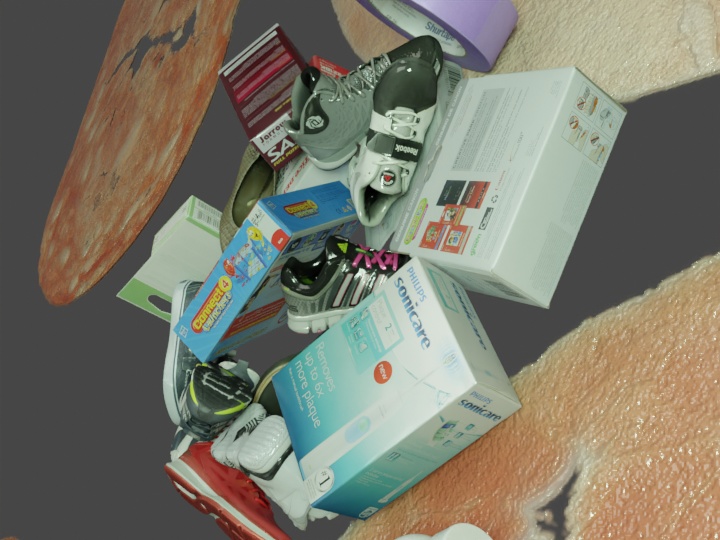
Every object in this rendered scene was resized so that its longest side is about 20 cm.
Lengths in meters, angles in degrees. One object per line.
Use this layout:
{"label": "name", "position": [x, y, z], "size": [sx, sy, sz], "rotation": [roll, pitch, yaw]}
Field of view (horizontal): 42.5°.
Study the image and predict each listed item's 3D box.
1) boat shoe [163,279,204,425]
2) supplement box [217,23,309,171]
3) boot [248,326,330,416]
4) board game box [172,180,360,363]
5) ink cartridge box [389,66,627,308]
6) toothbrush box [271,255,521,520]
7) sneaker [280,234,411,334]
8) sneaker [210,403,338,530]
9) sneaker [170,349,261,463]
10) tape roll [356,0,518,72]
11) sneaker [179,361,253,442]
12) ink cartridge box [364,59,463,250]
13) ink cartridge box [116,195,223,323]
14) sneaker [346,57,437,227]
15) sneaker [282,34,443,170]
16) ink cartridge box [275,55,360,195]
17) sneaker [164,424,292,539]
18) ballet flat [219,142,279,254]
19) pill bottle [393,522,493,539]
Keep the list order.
{"label": "boat shoe", "position": [-0.217, 0.115, 1.287], "size": [0.089, 0.071, 0.205], "rotation": [1, 87, 18]}
{"label": "supplement box", "position": [-0.105, -0.223, 1.169], "size": [0.108, 0.061, 0.201], "rotation": [-37, 39, 7]}
{"label": "boot", "position": [-0.048, 0.158, 1.001], "size": [0.200, 0.077, 0.140], "rotation": [-44, 40, 30]}
{"label": "board game box", "position": [-0.100, -0.003, 1.083], "size": [0.197, 0.056, 0.199], "rotation": [-53, -13, 24]}
{"label": "ink cartridge box", "position": [0.136, -0.084, 0.894], "size": [0.175, 0.083, 0.203], "rotation": [14, 78, 58]}
{"label": "toothbrush box", "position": [0.028, 0.112, 0.858], "size": [0.199, 0.085, 0.148], "rotation": [-39, 50, 20]}
{"label": "sneaker", "position": [0.000, 0.000, 0.975], "size": [0.197, 0.088, 0.074], "rotation": [-17, 26, 15]}
{"label": "sneaker", "position": [-0.087, 0.208, 0.974], "size": [0.075, 0.115, 0.199], "rotation": [-45, 12, -18]}
{"label": "sneaker", "position": [-0.175, 0.179, 1.162], "size": [0.130, 0.078, 0.200], "rotation": [-56, 20, 27]}
{"label": "tape roll", "position": [0.076, -0.303, 1.037], "size": [0.066, 0.198, 0.200], "rotation": [-59, 31, 2]}
{"label": "sneaker", "position": [-0.167, 0.156, 1.039], "size": [0.082, 0.073, 0.200], "rotation": [-64, 2, -4]}
{"label": "ink cartridge box", "position": [0.064, -0.122, 1.088], "size": [0.201, 0.056, 0.165], "rotation": [118, 156, -45]}
{"label": "ink cartridge box", "position": [-0.240, -0.002, 1.335], "size": [0.199, 0.144, 0.049], "rotation": [-39, 35, 34]}
{"label": "sneaker", "position": [0.038, -0.131, 1.000], "size": [0.090, 0.073, 0.202], "rotation": [-95, 18, -44]}
{"label": "sneaker", "position": [-0.005, -0.204, 1.024], "size": [0.200, 0.115, 0.075], "rotation": [-42, 48, 13]}
{"label": "ink cartridge box", "position": [-0.056, -0.159, 1.223], "size": [0.145, 0.083, 0.202], "rotation": [-50, 33, 35]}
{"label": "sneaker", "position": [-0.124, 0.237, 1.044], "size": [0.198, 0.079, 0.115], "rotation": [29, 58, 32]}
{"label": "ballet flat", "position": [-0.132, -0.091, 1.165], "size": [0.046, 0.066, 0.203], "rotation": [-45, 30, 53]}
{"label": "pill bottle", "position": [0.028, 0.285, 0.747], "size": [0.200, 0.111, 0.114], "rotation": [-41, 37, 32]}
